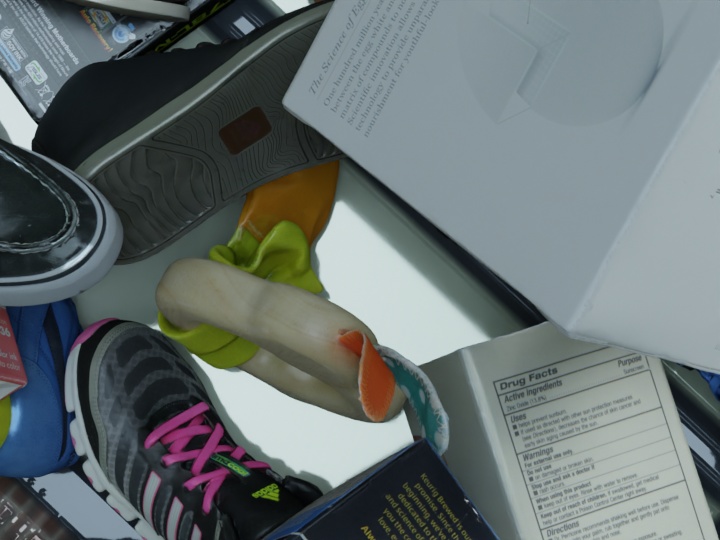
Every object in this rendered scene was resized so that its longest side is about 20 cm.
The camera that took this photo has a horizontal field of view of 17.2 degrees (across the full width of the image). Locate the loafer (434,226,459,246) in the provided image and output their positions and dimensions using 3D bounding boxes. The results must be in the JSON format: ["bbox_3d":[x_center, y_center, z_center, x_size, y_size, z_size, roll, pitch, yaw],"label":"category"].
[{"bbox_3d":[0.111,-0.085,1.107,0.201,0.070,0.068,-41,81,23],"label":"loafer"}]

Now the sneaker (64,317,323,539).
[{"bbox_3d":[-0.064,0.105,1.111,0.074,0.087,0.200,-27,90,-42],"label":"sneaker"}]

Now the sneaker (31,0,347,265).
[{"bbox_3d":[-0.061,-0.088,1.103,0.200,0.106,0.075,-28,123,-8],"label":"sneaker"}]

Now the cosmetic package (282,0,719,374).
[{"bbox_3d":[0.105,-0.097,0.976,0.200,0.123,0.200,41,107,40],"label":"cosmetic package"}]

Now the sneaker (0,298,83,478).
[{"bbox_3d":[-0.178,0.005,1.152,0.066,0.078,0.200,-28,67,36],"label":"sneaker"}]

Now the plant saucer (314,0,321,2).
[{"bbox_3d":[0.065,-0.179,1.137,0.200,0.037,0.200,0,88,-12],"label":"plant saucer"}]

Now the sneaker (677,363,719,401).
[{"bbox_3d":[0.178,0.058,1.121,0.111,0.077,0.200,15,83,-3],"label":"sneaker"}]

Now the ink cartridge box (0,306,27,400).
[{"bbox_3d":[-0.241,-0.013,1.108,0.116,0.067,0.200,-31,65,23],"label":"ink cartridge box"}]

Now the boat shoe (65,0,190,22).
[{"bbox_3d":[-0.167,-0.168,1.104,0.200,0.073,0.063,20,92,8],"label":"boat shoe"}]

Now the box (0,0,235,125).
[{"bbox_3d":[-0.135,-0.203,1.164,0.193,0.048,0.200,-36,87,-4],"label":"box"}]

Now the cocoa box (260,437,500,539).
[{"bbox_3d":[0.015,0.195,0.995,0.131,0.133,0.200,-35,88,-29],"label":"cocoa box"}]

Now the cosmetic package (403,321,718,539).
[{"bbox_3d":[0.100,0.124,1.101,0.103,0.087,0.200,-14,85,-24],"label":"cosmetic package"}]

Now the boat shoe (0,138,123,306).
[{"bbox_3d":[-0.198,-0.046,1.020,0.199,0.068,0.074,24,72,15],"label":"boat shoe"}]

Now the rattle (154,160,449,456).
[{"bbox_3d":[0.000,0.000,1.070,0.130,0.200,0.143,47,72,-12],"label":"rattle"}]
